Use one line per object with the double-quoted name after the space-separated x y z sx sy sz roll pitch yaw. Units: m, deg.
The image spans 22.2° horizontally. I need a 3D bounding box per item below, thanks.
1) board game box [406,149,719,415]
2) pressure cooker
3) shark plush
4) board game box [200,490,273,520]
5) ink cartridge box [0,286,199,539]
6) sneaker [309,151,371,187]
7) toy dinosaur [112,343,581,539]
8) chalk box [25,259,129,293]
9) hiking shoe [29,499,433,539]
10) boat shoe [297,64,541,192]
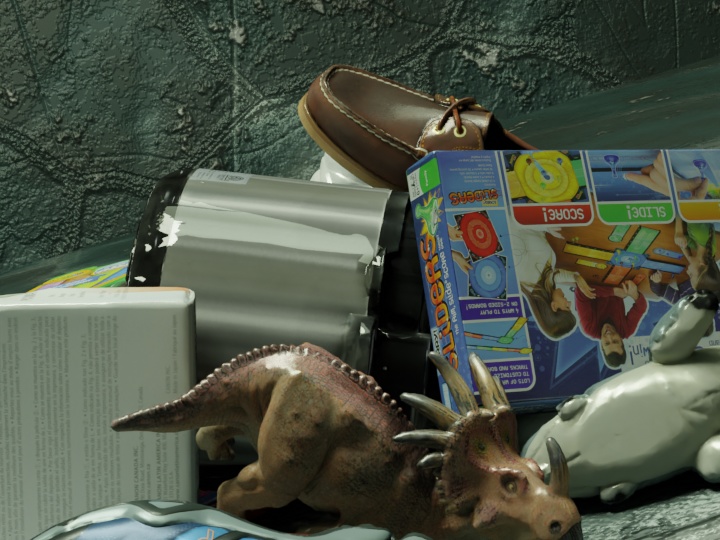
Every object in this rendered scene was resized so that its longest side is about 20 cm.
0.128 0.004 0.971 0.200 0.136 0.034 -2 -14 -26 "board game box"
-0.024 0.035 1.025 0.200 0.179 0.176 6 49 3 "pressure cooker"
0.132 0.095 0.920 0.200 0.091 0.083 -36 -13 4 "shark plush"
-0.076 0.130 1.107 0.200 0.019 0.103 -22 9 -35 "board game box"
-0.182 0.092 0.925 0.200 0.163 0.050 0 8 -1 "ink cartridge box"
0.073 -0.052 1.138 0.200 0.080 0.070 18 11 -7 "sneaker"
-0.003 0.077 0.836 0.136 0.200 0.086 -54 11 37 "toy dinosaur"
-0.191 0.062 1.423 0.124 0.125 0.200 -13 7 16 "chalk box"
-0.057 0.138 0.734 0.200 0.075 0.087 -2 14 0 "hiking shoe"
0.062 -0.067 1.068 0.070 0.200 0.070 -56 7 45 "boat shoe"
